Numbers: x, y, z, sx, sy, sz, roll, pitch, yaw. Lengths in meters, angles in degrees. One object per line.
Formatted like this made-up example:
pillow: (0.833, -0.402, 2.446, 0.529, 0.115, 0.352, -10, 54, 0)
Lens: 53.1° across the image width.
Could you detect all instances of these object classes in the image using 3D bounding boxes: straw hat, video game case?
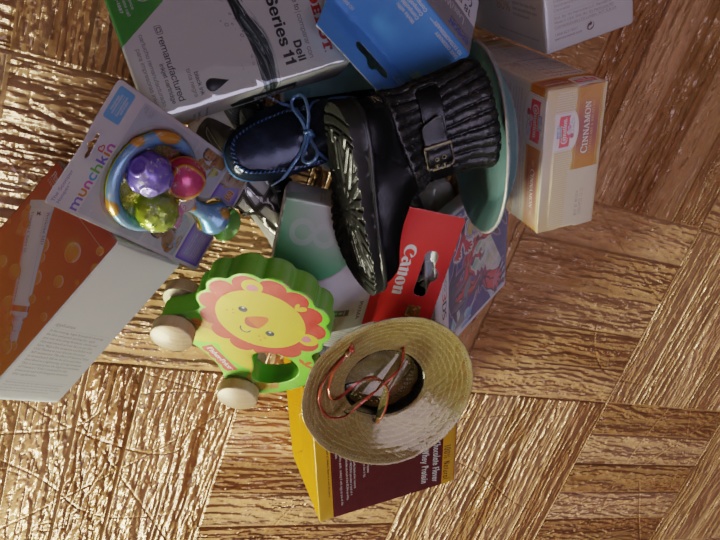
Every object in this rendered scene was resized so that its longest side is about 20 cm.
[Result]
straw hat: (0.021, 0.118, 0.823, 0.199, 0.085, 0.203, -7, 114, -16)
video game case: (0.137, -0.016, 0.908, 0.200, 0.023, 0.184, -40, 135, -45)

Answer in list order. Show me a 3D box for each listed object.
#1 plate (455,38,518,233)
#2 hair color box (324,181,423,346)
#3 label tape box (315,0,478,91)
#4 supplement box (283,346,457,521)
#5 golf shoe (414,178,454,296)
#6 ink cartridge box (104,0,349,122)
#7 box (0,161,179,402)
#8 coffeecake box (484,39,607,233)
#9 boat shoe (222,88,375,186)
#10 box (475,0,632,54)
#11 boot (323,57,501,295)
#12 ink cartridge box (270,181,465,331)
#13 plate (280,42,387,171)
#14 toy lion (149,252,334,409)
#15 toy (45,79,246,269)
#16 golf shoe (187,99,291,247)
plate: (0.131, -0.140, 0.755, 0.025, 0.201, 0.202, -6, 120, -6)
hair color box: (-0.009, -0.005, 0.865, 0.108, 0.065, 0.201, 15, 116, -13)
label tape box: (0.048, -0.266, 0.697, 0.063, 0.201, 0.144, -16, 138, 40)
supplement box: (0.014, 0.194, 0.970, 0.198, 0.133, 0.199, -12, 121, -17)
golf shoe: (0.088, -0.019, 0.910, 0.072, 0.092, 0.202, -1, 116, -22)
ink cartridge box: (-0.124, -0.232, 0.674, 0.199, 0.083, 0.148, -21, 100, -11)
box: (-0.302, 0.016, 0.719, 0.200, 0.124, 0.097, -47, 156, 6)
coffeecake box: (0.177, -0.157, 0.805, 0.072, 0.200, 0.155, -13, 122, -16)
boat shoe: (-0.039, -0.145, 0.705, 0.199, 0.069, 0.085, -28, 105, -22)
box: (0.186, -0.347, 0.732, 0.106, 0.152, 0.201, -21, 124, -11)
boot: (0.056, -0.085, 0.692, 0.157, 0.079, 0.212, -20, 129, -20)
ink cartridge box: (0.000, 0.000, 0.789, 0.198, 0.050, 0.162, 12, 122, -6)
plate: (0.007, -0.198, 0.782, 0.198, 0.026, 0.202, -3, 100, -19)
toy lion: (-0.107, 0.063, 0.763, 0.190, 0.069, 0.200, -12, 135, 24)
toy: (-0.168, -0.069, 0.651, 0.116, 0.047, 0.200, -60, 154, -2)
golf shoe: (-0.125, -0.093, 0.797, 0.094, 0.078, 0.201, -13, 122, 5)
